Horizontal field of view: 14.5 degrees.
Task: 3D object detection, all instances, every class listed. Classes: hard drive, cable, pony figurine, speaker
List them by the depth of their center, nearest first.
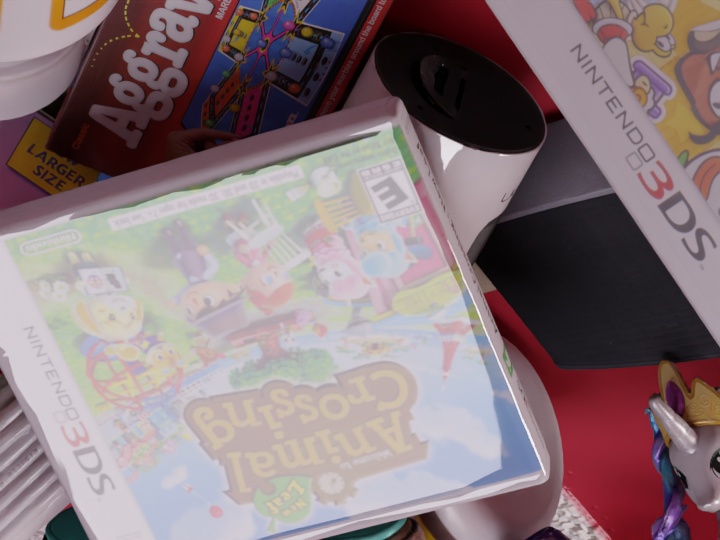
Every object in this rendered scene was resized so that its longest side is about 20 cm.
[{"bbox_3d":[0.000,0.000,1.185,0.081,0.081,0.200,23,121,-10],"label":"speaker"},{"bbox_3d":[0.142,-0.016,1.195,0.199,0.042,0.135,-12,135,32],"label":"hard drive"},{"bbox_3d":[0.199,0.141,1.253,0.166,0.201,0.193,-27,157,33],"label":"pony figurine"},{"bbox_3d":[-0.184,0.105,1.335,0.200,0.200,0.069,-38,93,29],"label":"cable"}]

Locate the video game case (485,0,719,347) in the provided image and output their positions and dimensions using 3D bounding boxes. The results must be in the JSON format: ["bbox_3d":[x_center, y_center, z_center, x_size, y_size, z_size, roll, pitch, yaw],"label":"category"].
[{"bbox_3d":[0.159,-0.085,0.948,0.200,0.023,0.182,-35,87,27],"label":"video game case"}]

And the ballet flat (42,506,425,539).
[{"bbox_3d":[-0.058,0.144,1.280,0.199,0.068,0.068,-1,114,32],"label":"ballet flat"}]

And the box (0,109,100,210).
[{"bbox_3d":[-0.239,-0.022,1.253,0.176,0.097,0.200,34,143,-12],"label":"box"}]

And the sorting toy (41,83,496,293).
[{"bbox_3d":[-0.060,-0.027,1.259,0.185,0.037,0.200,-16,133,34],"label":"sorting toy"}]

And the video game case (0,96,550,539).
[{"bbox_3d":[-0.045,0.035,1.151,0.199,0.022,0.183,-15,119,15],"label":"video game case"}]

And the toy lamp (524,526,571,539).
[{"bbox_3d":[0.127,0.204,1.253,0.058,0.058,0.200,-35,89,46],"label":"toy lamp"}]

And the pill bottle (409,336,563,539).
[{"bbox_3d":[-0.011,0.099,1.340,0.199,0.110,0.109,-17,132,36],"label":"pill bottle"}]

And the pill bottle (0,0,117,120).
[{"bbox_3d":[-0.137,-0.150,1.068,0.111,0.111,0.200,16,143,0],"label":"pill bottle"}]

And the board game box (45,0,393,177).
[{"bbox_3d":[-0.048,-0.103,1.141,0.103,0.019,0.200,23,131,-8],"label":"board game box"}]
